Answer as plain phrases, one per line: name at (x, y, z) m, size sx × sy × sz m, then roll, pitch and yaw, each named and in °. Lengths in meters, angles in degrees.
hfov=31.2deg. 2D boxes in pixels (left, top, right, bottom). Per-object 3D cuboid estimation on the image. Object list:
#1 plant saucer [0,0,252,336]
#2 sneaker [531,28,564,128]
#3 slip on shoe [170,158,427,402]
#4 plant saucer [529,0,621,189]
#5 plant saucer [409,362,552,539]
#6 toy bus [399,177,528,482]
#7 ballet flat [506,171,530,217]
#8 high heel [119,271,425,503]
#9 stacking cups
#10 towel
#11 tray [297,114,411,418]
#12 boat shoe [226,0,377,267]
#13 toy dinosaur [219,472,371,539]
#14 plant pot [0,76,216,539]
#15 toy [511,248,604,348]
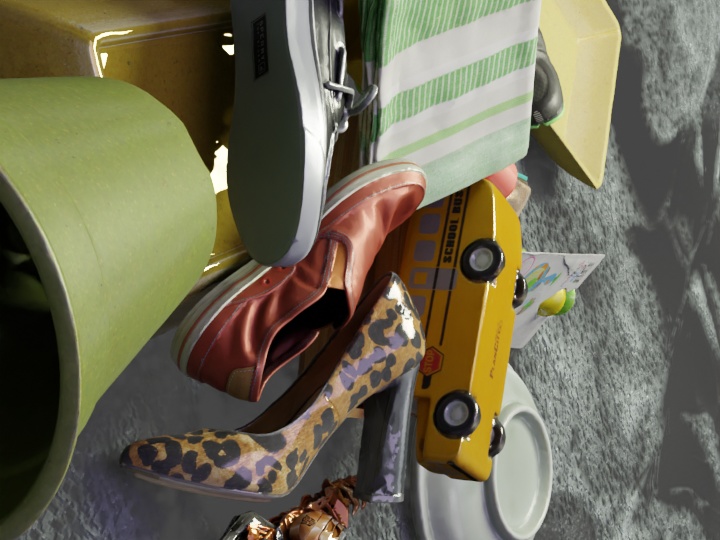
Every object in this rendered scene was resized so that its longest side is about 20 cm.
plant saucer at (-0.108, -0.068, 0.734) m, size 0.200 × 0.048 × 0.201 m, roll -26°, pitch 106°, yaw -55°
sneaker at (0.109, -0.207, 1.045) m, size 0.084 × 0.076 × 0.201 m, roll 70°, pitch 0°, yaw -78°
slip on shoe at (-0.022, 0.005, 0.751) m, size 0.200 × 0.061 × 0.074 m, roll -42°, pitch 160°, yaw -32°
plant saucer at (0.177, -0.205, 1.205) m, size 0.200 × 0.048 × 0.201 m, roll 43°, pitch 51°, yaw -45°
plant saucer at (0.109, 0.159, 1.022) m, size 0.200 × 0.050 × 0.201 m, roll 9°, pitch 80°, yaw -57°
toy bus at (0.064, 0.039, 0.885) m, size 0.065 × 0.078 × 0.201 m, roll 42°, pitch 55°, yaw -58°
ballet flat at (0.076, -0.065, 1.015) m, size 0.200 × 0.068 × 0.068 m, roll 19°, pitch 92°, yaw -52°
high heel at (-0.048, 0.064, 0.764) m, size 0.199 × 0.071 × 0.143 m, roll 8°, pitch 85°, yaw -36°
stacking cups at (0.046, -0.110, 0.883) m, size 0.200 × 0.060 × 0.061 m, roll 43°, pitch 50°, yaw -50°
towel at (0.060, -0.129, 0.806) m, size 0.152 × 0.023 × 0.201 m, roll -27°, pitch 137°, yaw -29°
tray at (0.000, 0.000, 0.881) m, size 0.099 × 0.037 × 0.201 m, roll 17°, pitch 75°, yaw -62°
boat shoe at (-0.033, -0.098, 0.730) m, size 0.068 × 0.073 × 0.200 m, roll 9°, pitch 67°, yaw -41°
toy dinosaur at (-0.026, 0.191, 0.790) m, size 0.200 × 0.102 × 0.136 m, roll -41°, pitch 103°, yaw -28°
plant pot at (-0.157, -0.007, 0.553) m, size 0.190 × 0.199 × 0.201 m, roll -40°, pitch 118°, yaw -63°
toy at (0.112, 0.014, 1.043) m, size 0.200 × 0.115 × 0.047 m, roll 5°, pitch 40°, yaw -54°
